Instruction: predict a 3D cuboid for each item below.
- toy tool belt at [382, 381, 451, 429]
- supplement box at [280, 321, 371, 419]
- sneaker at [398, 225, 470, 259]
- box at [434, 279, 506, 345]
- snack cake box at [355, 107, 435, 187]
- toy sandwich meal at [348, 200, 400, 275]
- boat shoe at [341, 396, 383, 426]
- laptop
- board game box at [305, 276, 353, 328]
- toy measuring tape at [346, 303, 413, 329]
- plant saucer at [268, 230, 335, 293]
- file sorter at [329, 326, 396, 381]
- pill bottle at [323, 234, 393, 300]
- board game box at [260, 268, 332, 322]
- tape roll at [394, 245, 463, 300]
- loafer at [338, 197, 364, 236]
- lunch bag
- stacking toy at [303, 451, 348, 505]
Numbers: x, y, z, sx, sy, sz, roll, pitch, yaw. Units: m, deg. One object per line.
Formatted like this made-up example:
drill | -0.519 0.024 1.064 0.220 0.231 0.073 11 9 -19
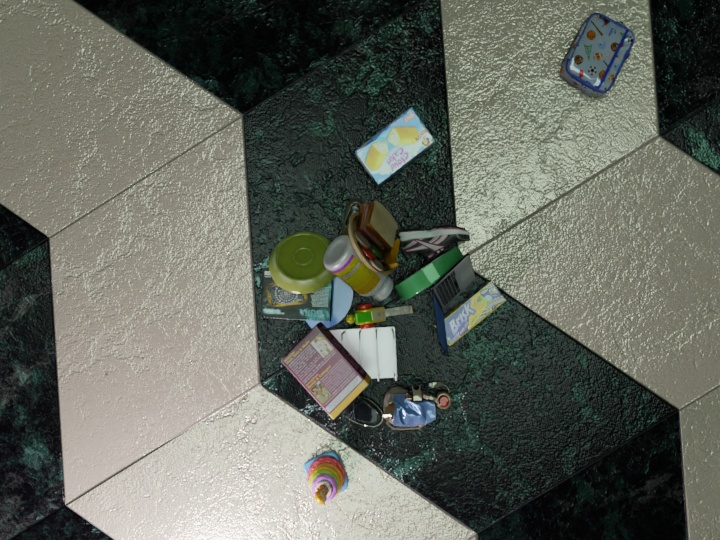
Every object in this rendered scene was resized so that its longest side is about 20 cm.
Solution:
toy tool belt | 0.156 0.371 1.657 0.195 0.123 0.128 -7 89 1
supplement box | -0.085 0.251 1.553 0.131 0.103 0.201 -42 87 3
sneaker | 0.205 -0.076 1.693 0.195 0.080 0.089 -3 101 10
box | 0.299 0.116 1.685 0.199 0.064 0.070 -39 88 2
snack cake box | 0.095 -0.337 1.694 0.199 0.067 0.116 -37 88 1
toy sandwich meal | 0.046 -0.085 1.612 0.070 0.205 0.208 -31 89 28
boat shoe | -0.027 0.374 1.694 0.197 0.062 0.076 30 89 0
laptop | 0.248 0.092 1.561 0.199 0.187 0.116 -42 65 -1
board game box | -0.114 0.058 1.709 0.157 0.039 0.201 -38 88 3
toy measuring tape | 0.049 0.121 1.705 0.196 0.073 0.075 -8 89 -21
plant saucer | -0.154 -0.032 1.666 0.195 0.031 0.204 0 57 1
file sorter | 0.001 0.232 1.663 0.195 0.125 0.143 -3 89 2
pill bottle | 0.000 0.000 1.641 0.199 0.104 0.105 39 90 -33
board game box | -0.174 0.067 1.677 0.195 0.028 0.139 3 90 3
tape roll | 0.184 0.008 1.621 0.198 0.200 0.049 -34 87 1
loafer | -0.028 -0.102 1.693 0.073 0.070 0.205 6 90 1
lunch bag | 0.653 -0.591 1.677 0.158 0.076 0.203 28 91 0
stacking toy | -0.097 0.569 1.624 0.108 0.200 0.118 -24 88 1
